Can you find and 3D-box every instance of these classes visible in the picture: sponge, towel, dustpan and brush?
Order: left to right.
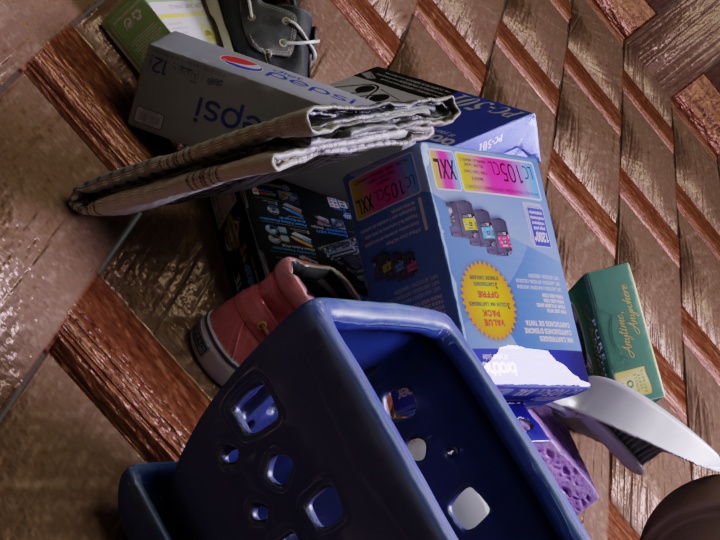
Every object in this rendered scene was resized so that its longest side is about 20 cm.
[{"bbox_3d":[-0.056,-0.070,1.344,0.192,0.199,0.035,-11,86,-57],"label":"towel"},{"bbox_3d":[0.133,0.111,1.719,0.112,0.030,0.200,46,10,-24],"label":"sponge"},{"bbox_3d":[0.187,0.115,1.670,0.200,0.057,0.139,43,-16,-25],"label":"dustpan and brush"}]

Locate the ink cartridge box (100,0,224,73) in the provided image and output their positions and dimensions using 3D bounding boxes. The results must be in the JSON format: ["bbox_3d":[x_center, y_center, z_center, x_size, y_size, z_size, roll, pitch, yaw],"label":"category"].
[{"bbox_3d":[-0.102,-0.129,1.608,0.201,0.048,0.145,52,18,4],"label":"ink cartridge box"}]

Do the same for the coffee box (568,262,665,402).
[{"bbox_3d":[0.215,0.072,1.830,0.200,0.044,0.124,104,-28,-78],"label":"coffee box"}]

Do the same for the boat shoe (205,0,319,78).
[{"bbox_3d":[-0.066,-0.176,1.608,0.072,0.067,0.201,35,27,-49],"label":"boat shoe"}]

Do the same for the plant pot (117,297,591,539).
[{"bbox_3d":[-0.004,0.147,1.134,0.201,0.179,0.200,59,20,17],"label":"plant pot"}]

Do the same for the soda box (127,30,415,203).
[{"bbox_3d":[-0.061,-0.107,1.491,0.198,0.064,0.068,20,17,6],"label":"soda box"}]

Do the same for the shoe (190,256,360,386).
[{"bbox_3d":[-0.017,0.066,1.389,0.200,0.091,0.072,37,24,-40],"label":"shoe"}]

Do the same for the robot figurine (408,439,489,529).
[{"bbox_3d":[0.063,0.190,1.322,0.168,0.113,0.201,-4,54,-34],"label":"robot figurine"}]

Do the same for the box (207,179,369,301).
[{"bbox_3d":[0.000,0.000,1.498,0.198,0.046,0.160,10,40,-28],"label":"box"}]

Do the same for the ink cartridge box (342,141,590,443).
[{"bbox_3d":[0.076,0.024,1.403,0.136,0.076,0.202,3,71,-48],"label":"ink cartridge box"}]

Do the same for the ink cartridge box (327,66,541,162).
[{"bbox_3d":[0.039,-0.108,1.612,0.199,0.093,0.045,24,-51,50],"label":"ink cartridge box"}]

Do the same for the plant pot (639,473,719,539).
[{"bbox_3d":[0.290,0.287,1.626,0.201,0.200,0.175,50,38,-8],"label":"plant pot"}]
